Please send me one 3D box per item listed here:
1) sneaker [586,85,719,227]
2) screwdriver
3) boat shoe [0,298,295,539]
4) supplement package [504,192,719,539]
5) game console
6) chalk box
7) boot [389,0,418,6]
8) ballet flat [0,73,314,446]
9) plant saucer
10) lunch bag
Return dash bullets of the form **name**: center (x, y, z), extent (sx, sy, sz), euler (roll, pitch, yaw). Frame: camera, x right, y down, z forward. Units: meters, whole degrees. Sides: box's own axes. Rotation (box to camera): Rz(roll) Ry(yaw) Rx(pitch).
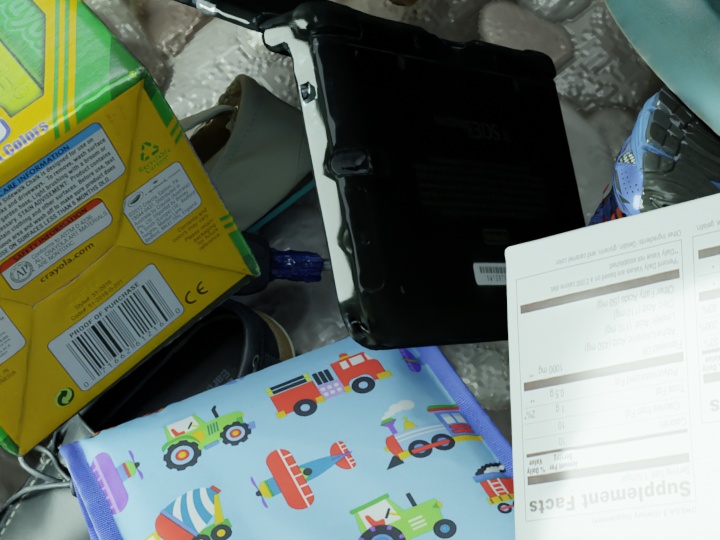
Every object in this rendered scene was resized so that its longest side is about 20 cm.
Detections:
- **sneaker**: center (0.123, -0.016, 0.723), extent (0.075, 0.200, 0.079), euler (41, 99, 11)
- **screwdriver**: center (0.000, 0.000, 0.791), extent (0.198, 0.028, 0.029), euler (3, 37, -9)
- **boat shoe**: center (-0.104, 0.089, 0.775), extent (0.074, 0.062, 0.200), euler (37, 78, 20)
- **supplement package**: center (0.169, 0.047, 0.616), extent (0.155, 0.199, 0.112), euler (-15, 70, 44)
- **game console**: center (-0.006, -0.049, 0.739), extent (0.116, 0.200, 0.177), euler (-14, 83, 29)
- **chalk box**: center (-0.153, -0.052, 0.741), extent (0.124, 0.124, 0.200), euler (-37, 49, -9)
- **boot**: center (-0.040, -0.203, 0.885), extent (0.154, 0.077, 0.201), euler (-3, 63, 6)
- **ballet flat**: center (-0.102, -0.011, 0.814), extent (0.069, 0.070, 0.200), euler (39, 72, 22)
- **plant saucer**: center (0.182, -0.071, 0.738), extent (0.200, 0.199, 0.027), euler (48, 120, 24)
- **lunch bag**: center (-0.003, 0.118, 0.665), extent (0.150, 0.095, 0.200), euler (-21, 31, -13)
